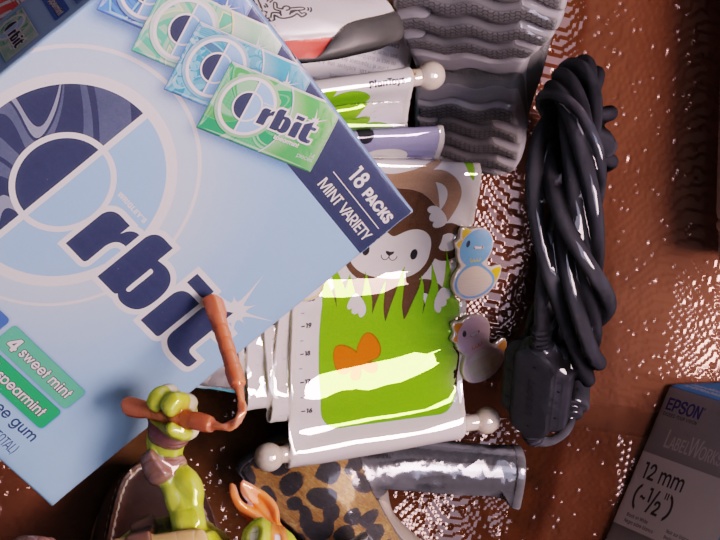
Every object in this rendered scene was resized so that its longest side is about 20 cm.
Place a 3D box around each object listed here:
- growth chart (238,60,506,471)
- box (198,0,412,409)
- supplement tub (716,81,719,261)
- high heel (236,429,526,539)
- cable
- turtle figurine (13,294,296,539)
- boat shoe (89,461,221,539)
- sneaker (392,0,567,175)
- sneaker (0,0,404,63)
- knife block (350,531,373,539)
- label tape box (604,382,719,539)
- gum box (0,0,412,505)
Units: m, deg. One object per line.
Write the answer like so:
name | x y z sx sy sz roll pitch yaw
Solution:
growth chart | 0.000 0.000 0.810 0.144 0.018 0.200 -16 112 -18
box | -0.034 -0.040 0.836 0.082 0.049 0.200 11 92 -26
supplement tub | 0.254 -0.101 0.920 0.132 0.132 0.200 -3 97 -25
high heel | -0.002 0.174 0.880 0.142 0.071 0.200 6 99 -12
cable | 0.103 -0.020 0.833 0.051 0.200 0.163 9 54 10
turtle figurine | -0.093 0.119 0.717 0.161 0.064 0.200 -12 86 0
boat shoe | -0.082 0.168 0.773 0.070 0.070 0.200 1 55 -15
sneaker | 0.056 -0.129 0.811 0.075 0.200 0.082 13 62 3
sneaker | -0.084 -0.139 0.761 0.201 0.067 0.108 -4 95 3
knife block | 0.009 0.230 0.835 0.064 0.200 0.176 -15 63 -16
label tape box | 0.209 0.114 0.918 0.066 0.143 0.200 23 86 -26
gum box | -0.104 -0.023 0.710 0.200 0.045 0.170 -39 127 0
